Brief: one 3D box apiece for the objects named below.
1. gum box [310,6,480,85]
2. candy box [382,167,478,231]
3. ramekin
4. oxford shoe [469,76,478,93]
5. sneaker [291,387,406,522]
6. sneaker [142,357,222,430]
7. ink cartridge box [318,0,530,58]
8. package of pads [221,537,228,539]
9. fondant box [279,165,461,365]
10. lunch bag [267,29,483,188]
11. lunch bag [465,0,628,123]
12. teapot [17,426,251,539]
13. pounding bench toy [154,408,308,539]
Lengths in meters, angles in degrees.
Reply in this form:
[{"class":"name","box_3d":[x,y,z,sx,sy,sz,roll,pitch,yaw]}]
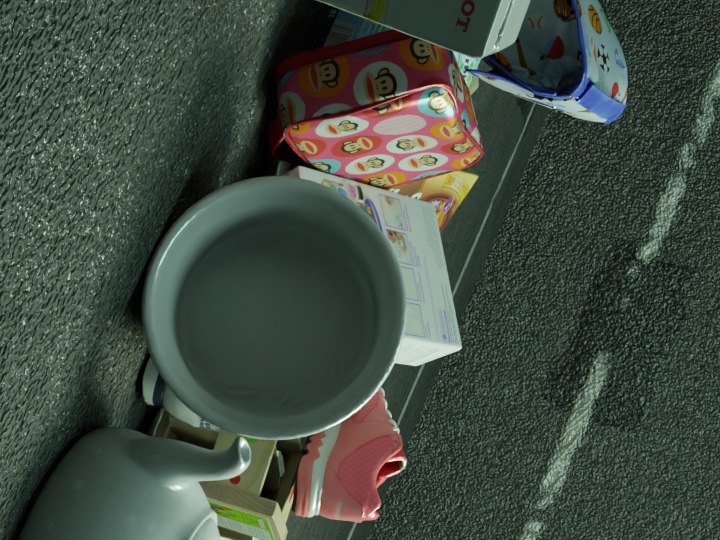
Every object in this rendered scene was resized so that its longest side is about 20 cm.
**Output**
[{"class":"gum box","box_3d":[0.049,-0.228,1.515,0.200,0.044,0.170,34,78,-56]},{"class":"candy box","box_3d":[0.025,-0.072,1.614,0.117,0.056,0.200,-56,155,15]},{"class":"ramekin","box_3d":[-0.066,0.035,1.278,0.098,0.200,0.201,98,16,-80]},{"class":"oxford shoe","box_3d":[0.097,-0.232,1.779,0.070,0.075,0.201,11,-102,58]},{"class":"sneaker","box_3d":[0.003,0.149,1.450,0.200,0.086,0.074,-68,171,-45]},{"class":"sneaker","box_3d":[-0.108,0.033,1.368,0.076,0.080,0.201,49,62,-77]},{"class":"ink cartridge box","box_3d":[0.031,-0.250,1.132,0.145,0.199,0.146,-37,149,-71]},{"class":"package of pads","box_3d":[-0.146,0.239,1.648,0.200,0.068,0.155,-57,166,-47]},{"class":"fondant box","box_3d":[0.000,0.000,1.454,0.200,0.058,0.145,13,61,-51]},{"class":"lunch bag","box_3d":[0.007,-0.129,1.408,0.200,0.176,0.082,51,26,-70]},{"class":"lunch bag","box_3d":[0.145,-0.215,1.408,0.124,0.200,0.170,-39,166,16]},{"class":"teapot","box_3d":[-0.173,0.229,1.261,0.200,0.146,0.198,97,19,-60]},{"class":"pounding bench toy","box_3d":[-0.105,0.150,1.469,0.200,0.124,0.156,85,21,-69]}]
